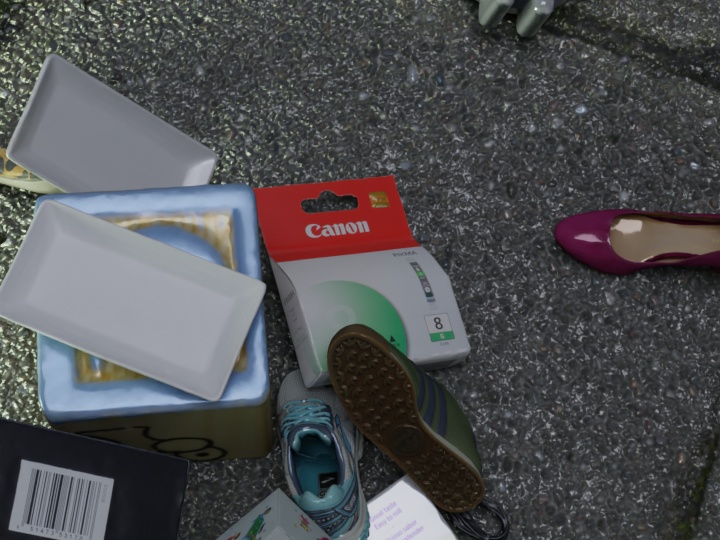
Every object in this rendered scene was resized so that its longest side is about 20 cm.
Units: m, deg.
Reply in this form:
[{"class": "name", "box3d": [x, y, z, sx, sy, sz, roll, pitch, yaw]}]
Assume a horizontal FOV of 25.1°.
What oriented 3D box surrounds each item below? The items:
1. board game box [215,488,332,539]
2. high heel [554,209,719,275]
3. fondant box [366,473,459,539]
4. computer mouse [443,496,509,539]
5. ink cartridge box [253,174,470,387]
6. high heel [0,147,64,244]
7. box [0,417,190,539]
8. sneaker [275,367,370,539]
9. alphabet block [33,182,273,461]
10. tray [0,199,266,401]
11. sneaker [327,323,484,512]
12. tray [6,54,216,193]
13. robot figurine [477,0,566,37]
[{"class": "board game box", "box3d": [-0.090, 0.299, 1.324, 0.200, 0.064, 0.148, -40, 109, 13]}, {"class": "high heel", "box3d": [0.285, -0.037, 1.513, 0.198, 0.096, 0.068, 4, 70, -1]}, {"class": "fondant box", "box3d": [0.041, 0.301, 1.404, 0.144, 0.058, 0.201, -33, 74, -13]}, {"class": "computer mouse", "box3d": [0.136, 0.274, 1.436, 0.058, 0.034, 0.201, -27, 67, -23]}, {"class": "ink cartridge box", "box3d": [0.000, 0.000, 1.486, 0.160, 0.050, 0.202, -7, 71, -28]}, {"class": "high heel", "box3d": [-0.325, -0.128, 1.531, 0.200, 0.071, 0.143, -39, 78, -9]}, {"class": "box", "box3d": [-0.267, 0.203, 1.320, 0.195, 0.200, 0.118, 16, 69, -21]}, {"class": "sneaker", "box3d": [-0.035, 0.150, 1.411, 0.077, 0.087, 0.201, -18, 45, 0]}, {"class": "alphabet block", "box3d": [-0.175, 0.054, 1.406, 0.193, 0.200, 0.198, -2, 71, -4]}, {"class": "tray", "box3d": [-0.185, 0.025, 1.298, 0.198, 0.022, 0.108, 21, 72, 4]}, {"class": "sneaker", "box3d": [0.040, 0.117, 1.424, 0.067, 0.090, 0.201, -33, 108, 17]}, {"class": "tray", "box3d": [-0.229, -0.105, 1.492, 0.199, 0.022, 0.108, 31, 71, -34]}, {"class": "robot figurine", "box3d": [0.161, -0.336, 1.603, 0.168, 0.113, 0.202, 13, 70, -14]}]
